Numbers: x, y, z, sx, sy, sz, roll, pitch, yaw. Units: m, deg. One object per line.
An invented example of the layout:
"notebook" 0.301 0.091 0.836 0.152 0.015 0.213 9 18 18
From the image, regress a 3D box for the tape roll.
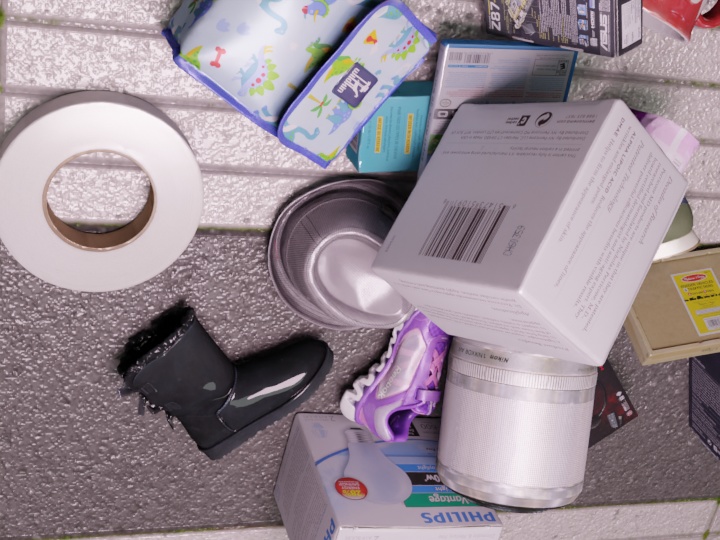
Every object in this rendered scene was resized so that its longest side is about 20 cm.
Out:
"tape roll" -0.254 -0.074 1.019 0.203 0.037 0.203 -9 120 -15

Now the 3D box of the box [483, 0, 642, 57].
"box" 0.180 -0.306 0.964 0.049 0.161 0.200 -32 127 -34

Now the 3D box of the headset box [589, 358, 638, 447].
"headset box" 0.215 0.167 1.285 0.200 0.075 0.149 -33 122 1

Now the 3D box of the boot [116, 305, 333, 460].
"boot" -0.148 0.102 1.133 0.198 0.073 0.162 -37 119 4

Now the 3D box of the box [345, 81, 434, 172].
"box" 0.089 -0.150 1.085 0.200 0.049 0.082 -5 119 -16

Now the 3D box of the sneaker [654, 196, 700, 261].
"sneaker" 0.284 -0.045 1.207 0.200 0.067 0.090 -17 106 -2

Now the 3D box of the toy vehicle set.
"toy vehicle set" 0.403 0.038 1.251 0.200 0.124 0.027 -8 150 -14

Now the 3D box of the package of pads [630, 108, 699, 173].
"package of pads" 0.258 -0.075 1.117 0.076 0.121 0.200 31 91 -25

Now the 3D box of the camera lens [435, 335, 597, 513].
"camera lens" 0.169 0.149 1.137 0.160 0.160 0.200 5 95 -21

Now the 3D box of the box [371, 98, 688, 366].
"box" 0.152 -0.040 0.961 0.131 0.199 0.200 40 72 -34

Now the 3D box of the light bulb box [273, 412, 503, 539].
"light bulb box" 0.025 0.273 1.205 0.198 0.200 0.125 5 117 -21

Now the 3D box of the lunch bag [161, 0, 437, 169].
"lunch bag" -0.051 -0.208 0.960 0.200 0.127 0.170 36 103 -31

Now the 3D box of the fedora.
"fedora" 0.000 0.000 1.112 0.177 0.090 0.200 -39 123 5

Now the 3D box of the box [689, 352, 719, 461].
"box" 0.512 0.135 1.351 0.148 0.104 0.200 -17 122 -8

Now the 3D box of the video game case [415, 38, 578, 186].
"video game case" 0.133 -0.134 1.067 0.143 0.018 0.200 -2 121 -18

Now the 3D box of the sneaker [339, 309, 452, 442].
"sneaker" 0.065 0.115 1.190 0.080 0.088 0.200 17 113 -47

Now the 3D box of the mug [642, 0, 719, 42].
"mug" 0.319 -0.340 1.032 0.177 0.133 0.200 3 118 -61
